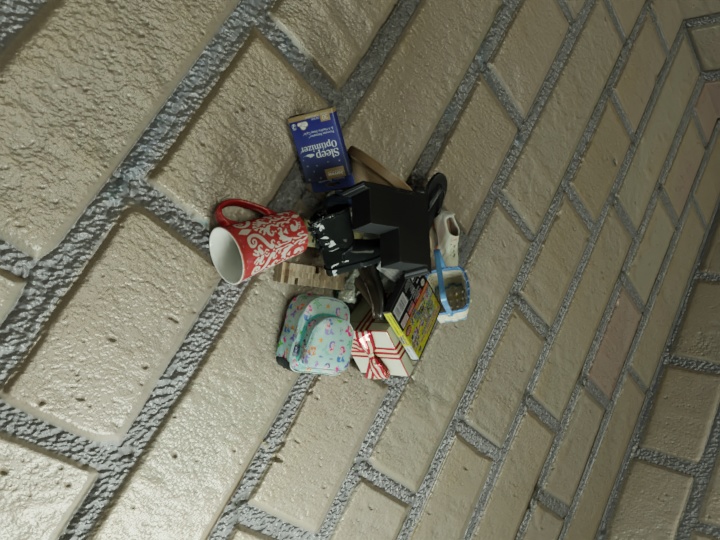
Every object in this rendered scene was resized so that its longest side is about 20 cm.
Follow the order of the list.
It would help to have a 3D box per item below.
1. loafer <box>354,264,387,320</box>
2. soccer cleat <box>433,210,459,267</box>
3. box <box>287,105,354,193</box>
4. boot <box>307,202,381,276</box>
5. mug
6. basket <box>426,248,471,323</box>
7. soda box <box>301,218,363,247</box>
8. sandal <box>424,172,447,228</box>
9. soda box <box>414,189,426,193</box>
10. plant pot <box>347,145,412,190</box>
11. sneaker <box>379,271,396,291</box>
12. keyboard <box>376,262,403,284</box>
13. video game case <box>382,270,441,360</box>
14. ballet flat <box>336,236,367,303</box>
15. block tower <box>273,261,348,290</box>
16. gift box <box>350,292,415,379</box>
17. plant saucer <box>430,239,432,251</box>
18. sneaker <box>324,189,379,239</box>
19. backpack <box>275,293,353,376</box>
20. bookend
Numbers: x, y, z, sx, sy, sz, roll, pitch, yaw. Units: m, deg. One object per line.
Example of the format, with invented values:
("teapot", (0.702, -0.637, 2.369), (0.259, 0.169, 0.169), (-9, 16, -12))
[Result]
("loafer", (0.021, 0.038, 1.555), (0.073, 0.071, 0.201), (55, 21, -68))
("soccer cleat", (0.274, -0.088, 1.849), (0.069, 0.077, 0.201), (-29, 114, -34))
("box", (-0.094, -0.291, 1.478), (0.032, 0.120, 0.201), (-58, 136, -60))
("boot", (-0.025, -0.087, 1.467), (0.197, 0.073, 0.163), (-19, 117, -6))
("mug", (-0.231, -0.083, 1.380), (0.199, 0.133, 0.179), (-23, 112, -40))
("basket", (0.254, 0.053, 1.777), (0.200, 0.138, 0.177), (52, 31, -54))
("soda box", (-0.086, -0.090, 1.546), (0.199, 0.064, 0.068), (5, 92, -41))
("sandal", (0.210, -0.183, 1.719), (0.076, 0.043, 0.201), (27, 79, -41))
("soda box", (0.127, -0.190, 1.717), (0.199, 0.063, 0.069), (-13, 105, -39))
("plant pot", (0.029, -0.227, 1.554), (0.201, 0.201, 0.093), (34, 93, -38))
("sneaker", (0.106, 0.016, 1.686), (0.199, 0.082, 0.074), (10, 108, -49))
("keyboard", (0.102, 0.007, 1.600), (0.056, 0.011, 0.200), (-57, 143, -3))
("video game case", (0.141, 0.103, 1.577), (0.181, 0.025, 0.200), (58, 43, -29))
("ballet flat", (0.000, 0.000, 1.627), (0.072, 0.072, 0.201), (30, 79, -39))
("block tower", (-0.123, 0.014, 1.533), (0.199, 0.054, 0.058), (6, 92, -41))
("gift box", (0.056, 0.183, 1.634), (0.185, 0.199, 0.187), (60, 43, -24))
("plant saucer", (0.142, -0.061, 1.757), (0.200, 0.051, 0.202), (-6, 99, -41))
("sneaker", (0.002, -0.154, 1.556), (0.199, 0.147, 0.081), (13, 122, -19))
("backpack", (-0.108, 0.160, 1.513), (0.177, 0.150, 0.201), (15, 81, -40))
("bookend", (0.063, -0.091, 1.423), (0.198, 0.092, 0.201), (5, 77, -36))
